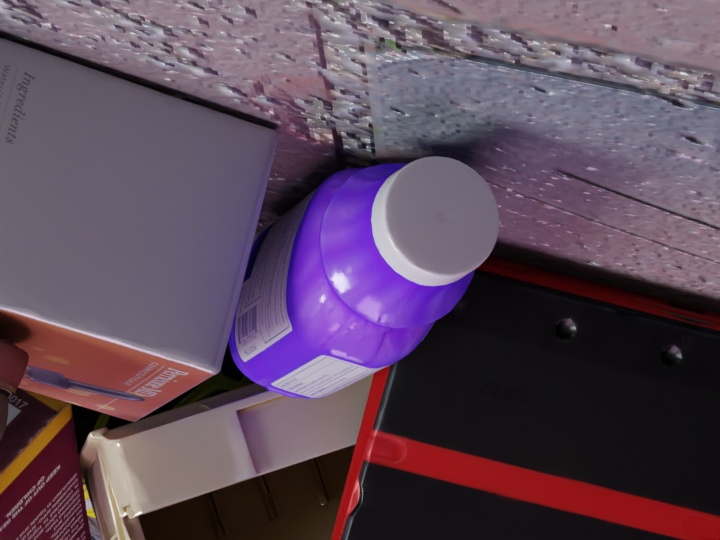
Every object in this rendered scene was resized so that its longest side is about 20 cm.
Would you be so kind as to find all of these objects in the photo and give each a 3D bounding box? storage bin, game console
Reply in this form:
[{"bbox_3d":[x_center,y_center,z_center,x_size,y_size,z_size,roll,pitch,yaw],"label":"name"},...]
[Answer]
[{"bbox_3d":[-0.032,0.104,1.053,0.200,0.094,0.199,-17,172,-14],"label":"storage bin"},{"bbox_3d":[0.097,0.094,0.955,0.200,0.177,0.031,14,-171,-2],"label":"game console"}]

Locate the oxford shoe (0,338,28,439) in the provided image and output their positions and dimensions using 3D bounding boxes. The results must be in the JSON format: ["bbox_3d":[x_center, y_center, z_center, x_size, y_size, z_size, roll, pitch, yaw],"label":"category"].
[{"bbox_3d":[-0.198,0.066,0.881,0.070,0.075,0.200,17,167,-20],"label":"oxford shoe"}]

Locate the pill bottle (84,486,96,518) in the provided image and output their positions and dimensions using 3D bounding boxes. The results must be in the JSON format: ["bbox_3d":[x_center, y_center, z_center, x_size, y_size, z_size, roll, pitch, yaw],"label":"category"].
[{"bbox_3d":[-0.196,0.077,1.246,0.200,0.104,0.104,25,160,-36],"label":"pill bottle"}]

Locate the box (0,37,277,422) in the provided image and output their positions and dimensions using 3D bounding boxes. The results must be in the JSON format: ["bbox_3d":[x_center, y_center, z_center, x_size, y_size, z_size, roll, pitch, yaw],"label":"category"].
[{"bbox_3d":[-0.157,-0.022,0.883,0.200,0.106,0.152,18,163,-14],"label":"box"}]

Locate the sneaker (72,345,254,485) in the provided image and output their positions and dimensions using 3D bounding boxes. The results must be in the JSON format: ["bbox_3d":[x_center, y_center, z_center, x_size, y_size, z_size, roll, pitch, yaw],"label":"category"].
[{"bbox_3d":[-0.115,0.081,1.185,0.200,0.075,0.076,1,154,-18],"label":"sneaker"}]

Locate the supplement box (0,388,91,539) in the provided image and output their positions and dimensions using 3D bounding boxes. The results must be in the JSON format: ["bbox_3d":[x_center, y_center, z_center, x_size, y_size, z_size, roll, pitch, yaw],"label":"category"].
[{"bbox_3d":[-0.205,0.121,1.063,0.110,0.086,0.200,31,148,19],"label":"supplement box"}]

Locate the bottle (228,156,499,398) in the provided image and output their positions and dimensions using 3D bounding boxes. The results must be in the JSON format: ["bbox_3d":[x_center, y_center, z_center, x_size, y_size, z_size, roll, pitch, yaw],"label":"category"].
[{"bbox_3d":[0.000,0.000,0.874,0.065,0.084,0.200,18,162,-14],"label":"bottle"}]
